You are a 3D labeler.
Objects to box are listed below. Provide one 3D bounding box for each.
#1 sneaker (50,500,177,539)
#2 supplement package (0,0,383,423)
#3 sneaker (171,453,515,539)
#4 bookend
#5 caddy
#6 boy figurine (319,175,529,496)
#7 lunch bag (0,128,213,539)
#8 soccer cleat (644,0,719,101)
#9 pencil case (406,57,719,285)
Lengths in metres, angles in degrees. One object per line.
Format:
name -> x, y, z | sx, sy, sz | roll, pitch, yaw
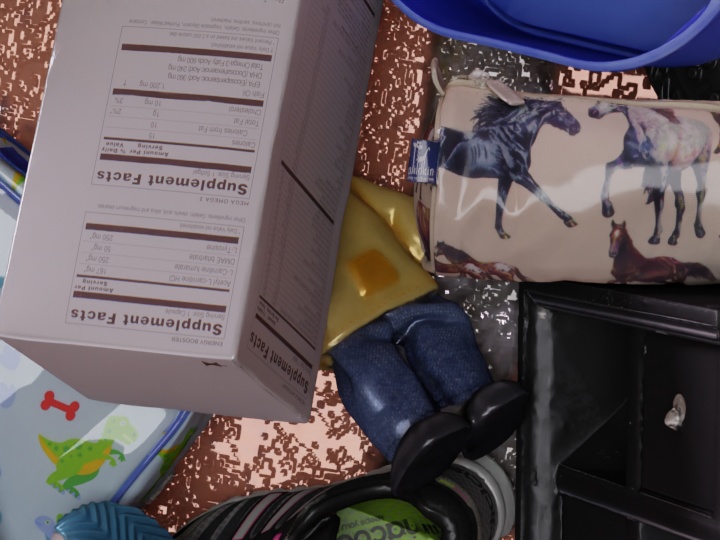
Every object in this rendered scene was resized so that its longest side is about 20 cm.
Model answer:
sneaker -> -0.095, 0.199, 1.174 | 0.080, 0.076, 0.201 | -15, 105, 41
supplement package -> -0.070, -0.048, 1.110 | 0.109, 0.114, 0.202 | 5, 74, 18
sneaker -> -0.027, 0.136, 1.193 | 0.199, 0.087, 0.074 | -19, 91, 11
bookend -> 0.143, 0.106, 1.098 | 0.091, 0.199, 0.202 | -1, 95, -19
caddy -> 0.091, -0.162, 1.118 | 0.199, 0.105, 0.143 | 16, 99, 31
boy figurine -> 0.000, 0.000, 1.178 | 0.124, 0.065, 0.201 | -23, 67, -22
lunch bag -> -0.167, 0.035, 1.213 | 0.200, 0.082, 0.161 | 39, 102, 6
soccer cleat -> 0.189, -0.069, 1.162 | 0.068, 0.073, 0.201 | -40, 69, 28
pencil case -> 0.120, -0.039, 1.077 | 0.198, 0.078, 0.090 | 2, 116, 8
